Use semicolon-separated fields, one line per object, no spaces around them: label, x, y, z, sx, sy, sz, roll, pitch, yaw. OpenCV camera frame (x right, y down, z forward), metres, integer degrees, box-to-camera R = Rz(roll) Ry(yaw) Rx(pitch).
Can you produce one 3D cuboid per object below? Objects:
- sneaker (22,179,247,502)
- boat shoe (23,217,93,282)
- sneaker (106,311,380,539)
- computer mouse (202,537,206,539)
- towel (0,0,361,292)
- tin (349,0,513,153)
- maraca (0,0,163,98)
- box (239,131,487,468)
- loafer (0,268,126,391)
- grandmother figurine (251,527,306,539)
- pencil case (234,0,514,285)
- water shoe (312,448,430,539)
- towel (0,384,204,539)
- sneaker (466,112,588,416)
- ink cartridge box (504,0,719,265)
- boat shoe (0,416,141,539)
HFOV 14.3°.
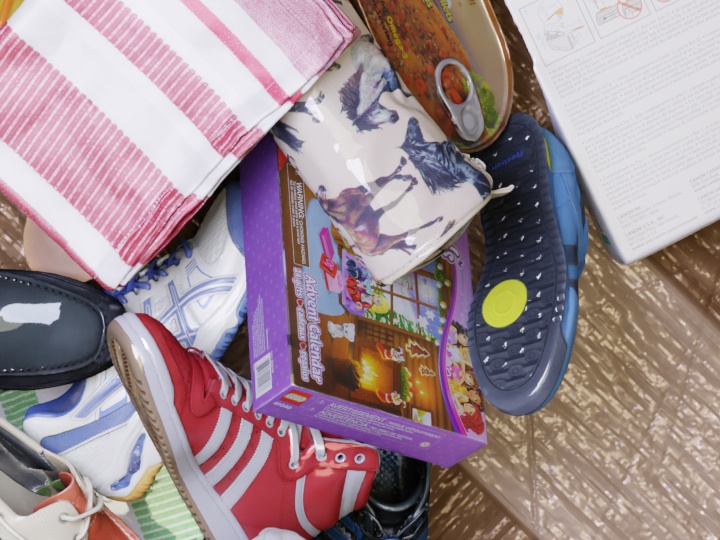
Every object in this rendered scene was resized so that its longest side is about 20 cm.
sneaker;-0.120;0.029;1.623;0.088;0.075;0.200;28;91;-9
boat shoe;-0.118;-0.075;1.640;0.070;0.070;0.200;37;91;3
sneaker;-0.059;0.078;1.577;0.112;0.071;0.200;-28;131;-5
computer mouse;-0.057;0.245;1.686;0.140;0.046;0.201;-26;88;25
towel;-0.116;-0.104;1.522;0.144;0.023;0.200;43;101;-1
tin;0.022;-0.158;1.641;0.112;0.042;0.201;-27;96;-44
maraca;-0.177;-0.131;1.592;0.200;0.137;0.107;-26;141;19
box;0.000;0.000;1.602;0.137;0.039;0.201;18;53;-34
loafer;-0.226;0.031;1.596;0.200;0.070;0.068;4;88;21
grandmother figurine;-0.075;0.202;1.593;0.121;0.200;0.061;-6;63;-36
pencil case;-0.009;-0.093;1.565;0.089;0.078;0.200;-35;88;-28
water shoe;0.006;0.145;1.674;0.071;0.079;0.201;-3;95;-7
towel;-0.164;0.124;1.676;0.199;0.023;0.153;-22;98;-6
sneaker;0.104;0.005;1.634;0.066;0.201;0.078;-21;137;25
ink cartridge box;0.181;-0.127;1.695;0.161;0.050;0.201;-26;94;-5
boat shoe;-0.182;0.130;1.598;0.200;0.071;0.063;37;127;-13
